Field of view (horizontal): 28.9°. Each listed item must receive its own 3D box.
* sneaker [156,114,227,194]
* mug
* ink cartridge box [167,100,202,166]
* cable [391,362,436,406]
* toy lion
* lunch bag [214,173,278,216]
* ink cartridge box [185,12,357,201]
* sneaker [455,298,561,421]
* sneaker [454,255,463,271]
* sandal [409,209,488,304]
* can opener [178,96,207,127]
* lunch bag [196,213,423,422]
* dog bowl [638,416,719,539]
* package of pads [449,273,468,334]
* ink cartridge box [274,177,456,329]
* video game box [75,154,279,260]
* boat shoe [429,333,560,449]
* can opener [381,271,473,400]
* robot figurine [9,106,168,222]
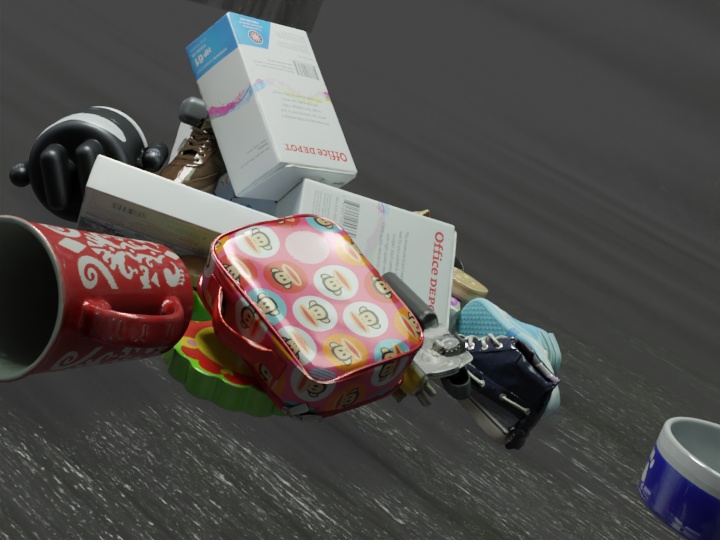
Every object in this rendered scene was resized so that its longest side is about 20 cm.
[{"bbox_3d":[-0.185,-0.143,1.638,0.070,0.076,0.200,9,28,22],"label":"sneaker"},{"bbox_3d":[-0.232,0.040,1.210,0.178,0.134,0.200,44,18,22],"label":"mug"},{"bbox_3d":[-0.152,-0.135,1.877,0.199,0.147,0.083,5,19,-45],"label":"ink cartridge box"},{"bbox_3d":[0.004,0.061,1.459,0.200,0.050,0.097,53,1,-13],"label":"cable"},{"bbox_3d":[-0.132,0.071,1.360,0.199,0.069,0.192,25,22,12],"label":"toy lion"},{"bbox_3d":[-0.105,-0.069,1.759,0.160,0.076,0.200,35,-1,32],"label":"lunch bag"},{"bbox_3d":[-0.103,-0.184,1.627,0.144,0.084,0.201,3,60,-52],"label":"ink cartridge box"},{"bbox_3d":[0.207,0.115,1.654,0.130,0.080,0.200,25,22,-37],"label":"sneaker"},{"bbox_3d":[0.044,-0.012,1.920,0.199,0.076,0.088,24,-5,5],"label":"sneaker"},{"bbox_3d":[0.078,-0.039,1.740,0.211,0.070,0.078,32,15,20],"label":"sandal"},{"bbox_3d":[-0.135,-0.160,1.753,0.199,0.067,0.053,23,-6,-17],"label":"can opener"},{"bbox_3d":[-0.057,0.042,1.303,0.175,0.082,0.200,-16,56,-38],"label":"lunch bag"},{"bbox_3d":[0.400,0.238,1.483,0.199,0.079,0.200,21,15,-6],"label":"dog bowl"},{"bbox_3d":[0.052,0.022,1.769,0.154,0.069,0.200,23,14,2],"label":"package of pads"},{"bbox_3d":[0.000,0.000,1.598,0.199,0.147,0.083,17,-24,-22],"label":"ink cartridge box"},{"bbox_3d":[-0.198,-0.038,1.475,0.199,0.047,0.182,20,-25,-10],"label":"video game box"},{"bbox_3d":[0.125,0.091,1.496,0.200,0.093,0.075,43,21,17],"label":"boat shoe"},{"bbox_3d":[0.058,0.071,1.458,0.053,0.067,0.200,-21,30,-14],"label":"can opener"},{"bbox_3d":[-0.319,-0.125,1.651,0.150,0.125,0.200,31,14,-6],"label":"robot figurine"}]
